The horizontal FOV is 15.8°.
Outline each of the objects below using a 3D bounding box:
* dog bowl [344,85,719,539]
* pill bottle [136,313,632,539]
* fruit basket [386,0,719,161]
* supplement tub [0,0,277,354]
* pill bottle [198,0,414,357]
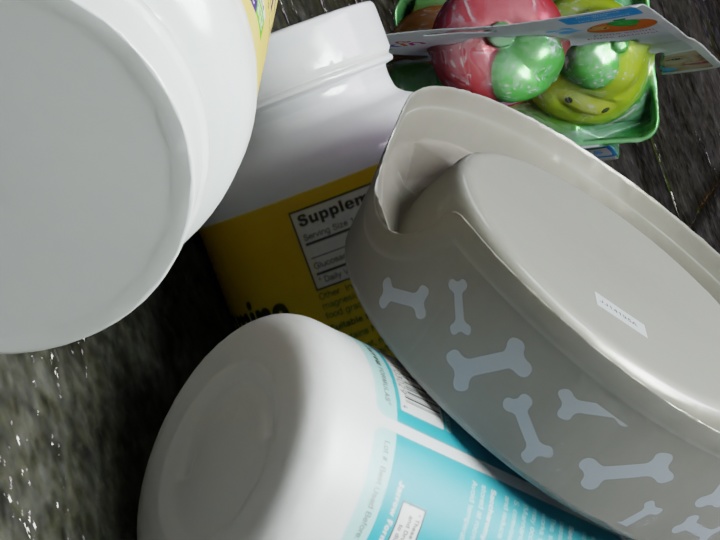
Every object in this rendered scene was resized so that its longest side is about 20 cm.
[{"bbox_3d":[0.080,0.020,0.929,0.200,0.059,0.200,33,20,-14],"label":"dog bowl"},{"bbox_3d":[0.029,0.100,0.915,0.199,0.111,0.111,27,40,-30],"label":"pill bottle"},{"bbox_3d":[0.069,-0.096,1.254,0.200,0.184,0.094,-9,93,-73],"label":"fruit basket"},{"bbox_3d":[-0.097,-0.083,0.776,0.200,0.145,0.146,-83,149,-55],"label":"supplement tub"},{"bbox_3d":[0.000,0.000,1.045,0.112,0.112,0.201,-29,99,-73],"label":"pill bottle"}]
